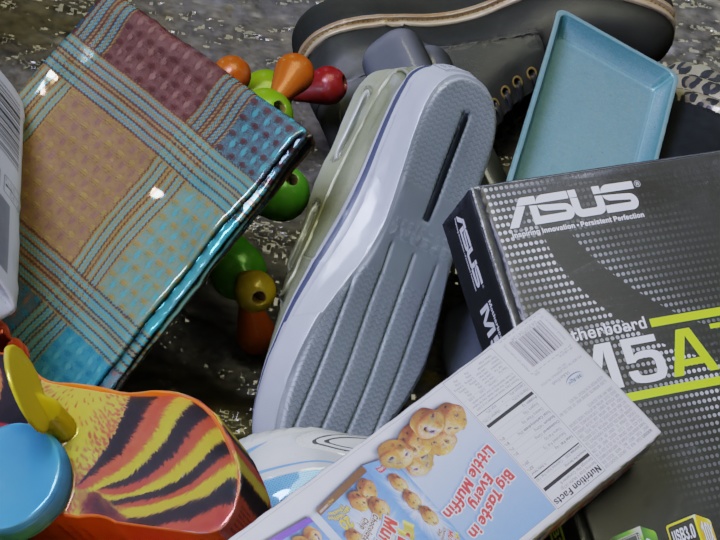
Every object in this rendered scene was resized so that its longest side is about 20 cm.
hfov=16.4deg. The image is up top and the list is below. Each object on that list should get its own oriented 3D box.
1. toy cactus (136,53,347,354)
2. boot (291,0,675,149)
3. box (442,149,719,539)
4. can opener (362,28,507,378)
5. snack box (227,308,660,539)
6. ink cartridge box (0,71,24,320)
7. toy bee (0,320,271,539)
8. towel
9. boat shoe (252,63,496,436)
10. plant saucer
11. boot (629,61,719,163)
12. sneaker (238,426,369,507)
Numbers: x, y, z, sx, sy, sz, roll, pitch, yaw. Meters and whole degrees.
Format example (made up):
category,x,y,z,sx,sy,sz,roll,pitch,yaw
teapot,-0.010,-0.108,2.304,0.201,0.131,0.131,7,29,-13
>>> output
category,x,y,z,sx,sy,sz,roll,pitch,yaw
toy cactus,-0.097,-0.036,1.181,0.164,0.102,0.200,4,46,20
boot,0.073,-0.076,1.271,0.199,0.078,0.139,-9,49,-3
box,0.156,0.044,1.079,0.199,0.048,0.194,-8,72,-22
can opener,0.041,-0.017,1.171,0.053,0.067,0.200,22,38,-53
snack box,0.028,0.090,0.961,0.200,0.024,0.072,-34,76,-36
ink cartridge box,-0.236,0.003,1.066,0.200,0.047,0.160,-30,34,14
toy bee,-0.131,0.066,0.992,0.199,0.131,0.109,5,61,1
towel,-0.129,-0.016,1.095,0.147,0.022,0.200,37,86,32
boat shoe,0.000,0.000,1.129,0.062,0.072,0.201,12,74,52
plant saucer,0.098,-0.037,1.158,0.070,0.019,0.200,28,49,-10
boot,0.182,-0.013,1.203,0.203,0.074,0.154,31,57,24
sneaker,0.035,0.100,1.075,0.199,0.072,0.073,-6,61,-19
